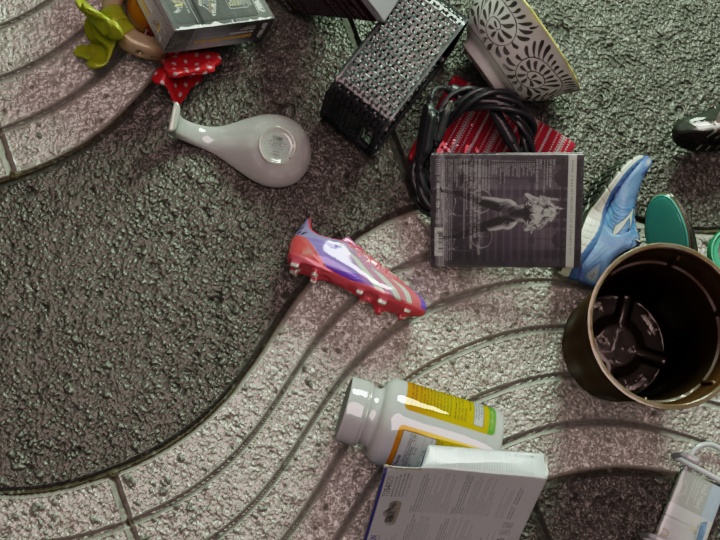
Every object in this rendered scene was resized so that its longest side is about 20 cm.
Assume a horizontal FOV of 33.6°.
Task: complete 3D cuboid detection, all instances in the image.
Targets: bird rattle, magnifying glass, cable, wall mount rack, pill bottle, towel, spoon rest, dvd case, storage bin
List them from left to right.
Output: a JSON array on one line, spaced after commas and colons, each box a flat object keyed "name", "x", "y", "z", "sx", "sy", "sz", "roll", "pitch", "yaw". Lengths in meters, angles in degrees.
[{"name": "bird rattle", "x": -0.275, "y": -0.323, "z": 1.574, "sx": 0.198, "sy": 0.113, "sz": 0.164, "roll": 14, "pitch": 61, "yaw": -7}, {"name": "spoon rest", "x": -0.160, "y": -0.173, "z": 1.585, "sx": 0.198, "sy": 0.061, "sz": 0.100, "roll": 15, "pitch": 79, "yaw": -18}, {"name": "storage bin", "x": 0.043, "y": -0.267, "z": 1.579, "sx": 0.093, "sy": 0.135, "sz": 0.201, "roll": 37, "pitch": 77, "yaw": 1}, {"name": "pill bottle", "x": 0.072, "y": 0.202, "z": 1.506, "sx": 0.198, "sy": 0.111, "sz": 0.112, "roll": 18, "pitch": 77, "yaw": -4}, {"name": "cable", "x": 0.150, "y": -0.144, "z": 1.587, "sx": 0.161, "sy": 0.051, "sz": 0.202, "roll": 6, "pitch": 100, "yaw": -7}, {"name": "towel", "x": 0.179, "y": -0.163, "z": 1.636, "sx": 0.199, "sy": 0.022, "sz": 0.146, "roll": 29, "pitch": 77, "yaw": -1}, {"name": "dvd case", "x": 0.190, "y": -0.078, "z": 1.558, "sx": 0.198, "sy": 0.016, "sz": 0.150, "roll": 0, "pitch": 102, "yaw": 4}, {"name": "wall mount rack", "x": 0.464, "y": 0.328, "z": 1.550, "sx": 0.173, "sy": 0.075, "sz": 0.201, "roll": 26, "pitch": 78, "yaw": -2}, {"name": "magnifying glass", "x": 0.578, "y": -0.033, "z": 1.662, "sx": 0.198, "sy": 0.022, "sz": 0.080, "roll": -9, "pitch": 80, "yaw": -10}]

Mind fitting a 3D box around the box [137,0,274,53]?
[{"name": "box", "x": -0.225, "y": -0.387, "z": 1.568, "sx": 0.157, "sy": 0.048, "sz": 0.201, "roll": -17, "pitch": 72, "yaw": -36}]

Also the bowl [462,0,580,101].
[{"name": "bowl", "x": 0.198, "y": -0.293, "z": 1.592, "sx": 0.094, "sy": 0.201, "sz": 0.201, "roll": -37, "pitch": 85, "yaw": 7}]

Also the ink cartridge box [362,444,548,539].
[{"name": "ink cartridge box", "x": 0.108, "y": 0.285, "z": 1.458, "sx": 0.198, "sy": 0.201, "sz": 0.041, "roll": 5, "pitch": 46, "yaw": -8}]

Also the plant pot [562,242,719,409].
[{"name": "plant pot", "x": 0.354, "y": 0.085, "z": 1.520, "sx": 0.198, "sy": 0.198, "sz": 0.203, "roll": 2, "pitch": 78, "yaw": -7}]

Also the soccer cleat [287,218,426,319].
[{"name": "soccer cleat", "x": 0.000, "y": 0.000, "z": 1.562, "sx": 0.198, "sy": 0.067, "sz": 0.077, "roll": 22, "pitch": 73, "yaw": 0}]

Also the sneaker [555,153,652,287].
[{"name": "sneaker", "x": 0.344, "y": -0.066, "z": 1.618, "sx": 0.089, "sy": 0.079, "sz": 0.201, "roll": 30, "pitch": 85, "yaw": -8}]

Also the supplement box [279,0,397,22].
[{"name": "supplement box", "x": -0.022, "y": -0.393, "z": 1.571, "sx": 0.061, "sy": 0.199, "sz": 0.109, "roll": 44, "pitch": 72, "yaw": -40}]

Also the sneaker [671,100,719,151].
[{"name": "sneaker", "x": 0.515, "y": -0.234, "z": 1.673, "sx": 0.198, "sy": 0.076, "sz": 0.117, "roll": -4, "pitch": 74, "yaw": -19}]

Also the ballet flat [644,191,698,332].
[{"name": "ballet flat", "x": 0.431, "y": -0.008, "z": 1.618, "sx": 0.068, "sy": 0.068, "sz": 0.202, "roll": -11, "pitch": 90, "yaw": 34}]
